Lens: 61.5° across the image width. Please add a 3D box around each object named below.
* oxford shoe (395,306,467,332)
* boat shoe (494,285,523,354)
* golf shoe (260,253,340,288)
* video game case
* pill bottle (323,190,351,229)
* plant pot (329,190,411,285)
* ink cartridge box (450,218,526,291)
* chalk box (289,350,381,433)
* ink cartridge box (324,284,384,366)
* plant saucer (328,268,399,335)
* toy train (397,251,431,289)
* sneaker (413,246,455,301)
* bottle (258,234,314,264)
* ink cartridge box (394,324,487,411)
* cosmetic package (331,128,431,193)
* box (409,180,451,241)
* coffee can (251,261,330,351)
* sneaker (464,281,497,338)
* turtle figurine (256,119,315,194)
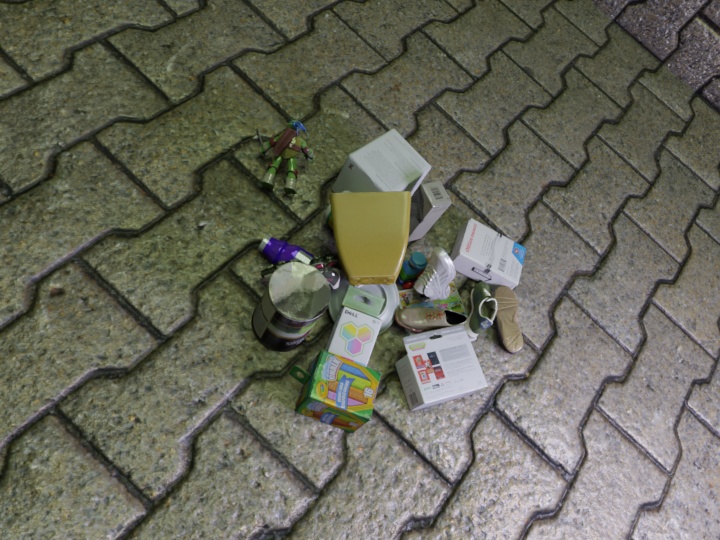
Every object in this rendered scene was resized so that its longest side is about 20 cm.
[{"bbox_3d":[0.189,0.122,1.606,0.199,0.075,0.071,5,62,-23],"label":"oxford shoe"},{"bbox_3d":[0.416,0.143,1.727,0.072,0.065,0.201,-4,62,-4],"label":"boat shoe"},{"bbox_3d":[-0.148,0.014,1.500,0.199,0.077,0.089,-7,104,2],"label":"golf shoe"},{"bbox_3d":[0.205,0.128,1.673,0.199,0.023,0.183,-9,67,-26],"label":"video game case"},{"bbox_3d":[0.005,-0.117,1.657,0.200,0.113,0.113,40,55,11],"label":"pill bottle"},{"bbox_3d":[0.027,-0.069,1.490,0.193,0.196,0.201,-2,78,0],"label":"plant pot"},{"bbox_3d":[0.376,-0.041,1.797,0.199,0.084,0.146,28,56,-5],"label":"ink cartridge box"},{"bbox_3d":[-0.073,0.277,1.415,0.199,0.125,0.124,21,57,-9],"label":"chalk box"},{"bbox_3d":[-0.013,0.148,1.495,0.103,0.059,0.201,21,87,-10],"label":"ink cartridge box"},{"bbox_3d":[0.015,0.076,1.564,0.199,0.050,0.201,2,85,-20],"label":"plant saucer"},{"bbox_3d":[0.202,-0.017,1.693,0.199,0.116,0.085,-9,67,-26],"label":"toy train"},{"bbox_3d":[0.190,0.022,1.600,0.099,0.201,0.078,-23,51,-17],"label":"sneaker"},{"bbox_3d":[-0.169,-0.020,1.566,0.199,0.065,0.084,32,86,-3],"label":"bottle"},{"bbox_3d":[0.201,0.248,1.566,0.199,0.084,0.176,-8,68,-26],"label":"ink cartridge box"},{"bbox_3d":[0.059,-0.266,1.740,0.167,0.166,0.200,48,56,8],"label":"cosmetic package"},{"bbox_3d":[0.172,-0.165,1.710,0.068,0.200,0.082,-16,69,-28],"label":"box"},{"bbox_3d":[-0.168,0.089,1.431,0.146,0.200,0.147,10,60,-17],"label":"coffee can"},{"bbox_3d":[0.352,0.096,1.694,0.067,0.090,0.201,36,46,-12],"label":"sneaker"},{"bbox_3d":[-0.210,-0.314,1.712,0.144,0.200,0.195,22,75,-36],"label":"turtle figurine"}]
